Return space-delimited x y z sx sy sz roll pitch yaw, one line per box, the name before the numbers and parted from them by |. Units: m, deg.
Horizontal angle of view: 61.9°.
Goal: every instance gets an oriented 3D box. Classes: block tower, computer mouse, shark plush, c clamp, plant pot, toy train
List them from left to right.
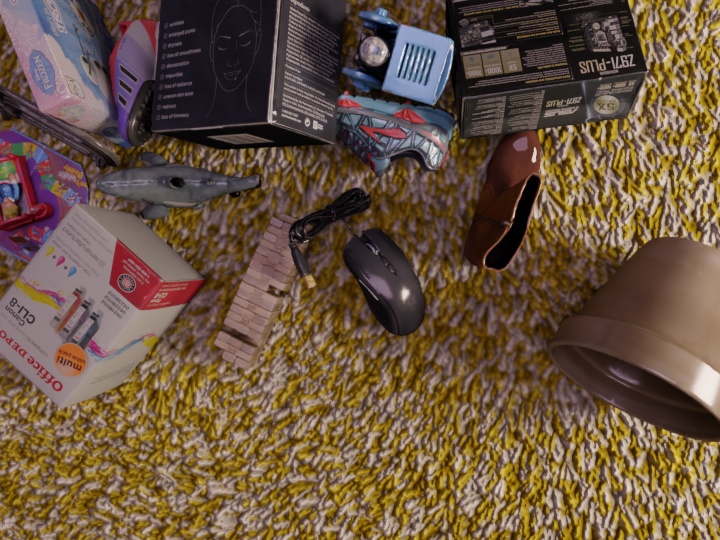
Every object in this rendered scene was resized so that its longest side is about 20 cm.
c clamp | -0.395 -0.185 0.775 0.199 0.171 0.027 30 77 -6
shark plush | -0.230 -0.102 0.777 0.199 0.083 0.091 12 91 6
block tower | -0.124 0.024 0.780 0.054 0.058 0.201 25 92 5
computer mouse | 0.000 0.000 0.740 0.140 0.046 0.201 -26 88 -27
toy train | 0.048 -0.239 0.692 0.114 0.200 0.087 19 107 2
plant pot | 0.341 0.064 0.680 0.199 0.200 0.174 31 77 5

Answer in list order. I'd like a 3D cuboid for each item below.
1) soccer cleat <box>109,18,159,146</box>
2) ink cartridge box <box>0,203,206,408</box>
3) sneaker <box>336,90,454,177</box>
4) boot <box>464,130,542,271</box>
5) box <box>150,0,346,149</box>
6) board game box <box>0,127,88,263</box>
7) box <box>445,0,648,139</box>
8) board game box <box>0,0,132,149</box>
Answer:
soccer cleat | -0.285 -0.239 0.756 0.073 0.068 0.201 6 61 -7
ink cartridge box | -0.330 0.042 0.758 0.145 0.145 0.200 40 95 4
sneaker | 0.015 -0.168 0.754 0.199 0.079 0.096 8 93 6
boot | 0.167 -0.091 0.676 0.068 0.200 0.189 29 93 5
box | -0.133 -0.254 0.712 0.199 0.124 0.198 6 93 34
board game box | -0.476 -0.103 0.824 0.199 0.039 0.159 28 93 5
box | 0.207 -0.257 0.705 0.199 0.086 0.165 -7 69 6
board game box | -0.350 -0.266 0.731 0.043 0.199 0.201 -23 88 6
